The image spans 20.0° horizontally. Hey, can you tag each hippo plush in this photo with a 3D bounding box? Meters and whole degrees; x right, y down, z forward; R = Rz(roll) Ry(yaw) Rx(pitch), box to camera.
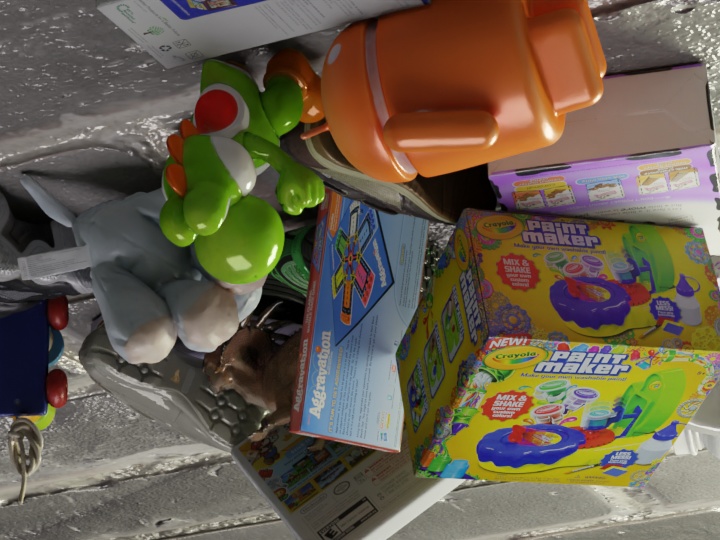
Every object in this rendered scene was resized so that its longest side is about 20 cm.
[{"bbox_3d":[-0.157,0.018,1.634,0.198,0.161,0.161,-5,157,6],"label":"hippo plush"}]

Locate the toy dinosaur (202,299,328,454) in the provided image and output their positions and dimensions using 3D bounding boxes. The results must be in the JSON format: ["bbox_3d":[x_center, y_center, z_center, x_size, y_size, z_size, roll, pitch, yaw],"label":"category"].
[{"bbox_3d":[-0.042,0.076,1.730,0.198,0.137,0.086,-18,154,4],"label":"toy dinosaur"}]

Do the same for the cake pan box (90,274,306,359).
[{"bbox_3d":[-0.126,0.053,1.863,0.183,0.053,0.200,9,155,-30],"label":"cake pan box"}]

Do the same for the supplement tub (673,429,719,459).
[{"bbox_3d":[0.384,0.099,1.890,0.198,0.147,0.146,-7,157,12],"label":"supplement tub"}]

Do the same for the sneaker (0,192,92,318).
[{"bbox_3d":[-0.309,-0.009,1.661,0.113,0.076,0.199,-24,152,36],"label":"sneaker"}]

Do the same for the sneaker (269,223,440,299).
[{"bbox_3d":[0.000,0.000,1.737,0.085,0.079,0.199,1,163,41],"label":"sneaker"}]

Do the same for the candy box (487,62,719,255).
[{"bbox_3d":[0.192,-0.072,1.564,0.166,0.072,0.200,-7,156,11],"label":"candy box"}]

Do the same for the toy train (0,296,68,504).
[{"bbox_3d":[-0.298,0.119,1.816,0.084,0.202,0.116,-2,162,-1],"label":"toy train"}]

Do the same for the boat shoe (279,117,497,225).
[{"bbox_3d":[0.023,-0.081,1.544,0.064,0.074,0.199,-9,155,45],"label":"boat shoe"}]

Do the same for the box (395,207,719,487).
[{"bbox_3d":[0.152,0.063,1.576,0.198,0.123,0.193,4,141,-16],"label":"box"}]

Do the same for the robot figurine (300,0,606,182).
[{"bbox_3d":[0.059,-0.124,1.343,0.198,0.145,0.117,-14,152,17],"label":"robot figurine"}]

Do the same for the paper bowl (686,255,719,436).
[{"bbox_3d":[0.326,0.041,1.750,0.198,0.105,0.202,3,132,4],"label":"paper bowl"}]

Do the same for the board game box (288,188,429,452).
[{"bbox_3d":[0.000,0.039,1.647,0.102,0.202,0.019,15,168,-36],"label":"board game box"}]

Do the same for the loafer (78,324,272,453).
[{"bbox_3d":[-0.160,0.109,1.817,0.199,0.070,0.070,33,155,-16],"label":"loafer"}]

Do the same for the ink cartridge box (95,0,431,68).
[{"bbox_3d":[-0.062,-0.185,1.315,0.198,0.040,0.099,-10,156,21],"label":"ink cartridge box"}]

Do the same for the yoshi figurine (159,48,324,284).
[{"bbox_3d":[-0.080,-0.061,1.384,0.111,0.201,0.113,24,127,-2],"label":"yoshi figurine"}]

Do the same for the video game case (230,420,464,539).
[{"bbox_3d":[0.009,0.150,1.747,0.199,0.182,0.023,-36,131,-9],"label":"video game case"}]
